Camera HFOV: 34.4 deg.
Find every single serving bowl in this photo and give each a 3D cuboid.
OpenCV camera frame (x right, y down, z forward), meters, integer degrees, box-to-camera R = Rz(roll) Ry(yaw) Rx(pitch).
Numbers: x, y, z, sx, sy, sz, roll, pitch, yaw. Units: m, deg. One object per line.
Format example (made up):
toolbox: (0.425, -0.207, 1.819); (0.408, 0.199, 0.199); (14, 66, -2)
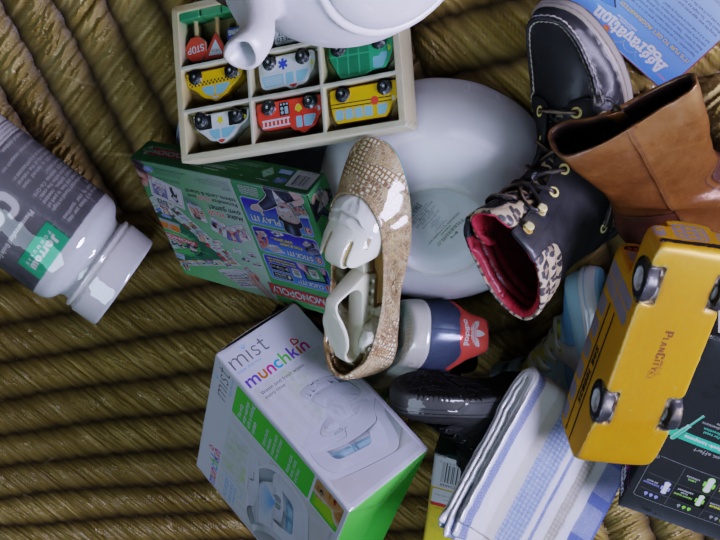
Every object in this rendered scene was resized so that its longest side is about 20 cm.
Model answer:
serving bowl: (0.063, -0.050, 0.936); (0.196, 0.066, 0.203); (2, 127, 3)

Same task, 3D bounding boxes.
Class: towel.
towel: (0.151, 0.176, 0.960); (0.024, 0.148, 0.199); (24, 172, 45)

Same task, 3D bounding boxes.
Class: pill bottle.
pill bottle: (-0.297, -0.048, 1.069); (0.199, 0.114, 0.113); (37, 130, -10)

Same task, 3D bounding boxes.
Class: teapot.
teapot: (0.007, -0.225, 0.745); (0.195, 0.146, 0.202); (6, 118, -39)

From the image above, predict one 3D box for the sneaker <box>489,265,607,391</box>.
sneaker: (0.161, 0.083, 1.023); (0.128, 0.080, 0.202); (1, 126, 18)

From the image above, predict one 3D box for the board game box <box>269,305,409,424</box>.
board game box: (-0.044, 0.150, 1.167); (0.163, 0.057, 0.202); (23, 131, 1)

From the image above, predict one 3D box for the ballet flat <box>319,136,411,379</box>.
ballet flat: (0.000, 0.000, 0.894); (0.070, 0.065, 0.203); (18, 123, 34)

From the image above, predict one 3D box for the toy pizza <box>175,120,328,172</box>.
toy pizza: (-0.065, -0.089, 1.004); (0.197, 0.032, 0.203); (11, 128, 13)

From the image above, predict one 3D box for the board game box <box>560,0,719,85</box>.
board game box: (0.178, -0.224, 0.815); (0.199, 0.020, 0.103); (38, 128, -11)

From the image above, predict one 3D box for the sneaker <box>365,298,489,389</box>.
sneaker: (0.057, 0.067, 1.017); (0.083, 0.076, 0.200); (4, 174, -12)

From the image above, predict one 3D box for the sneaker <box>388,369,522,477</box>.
sneaker: (0.101, 0.140, 0.954); (0.060, 0.197, 0.106); (32, 115, 51)

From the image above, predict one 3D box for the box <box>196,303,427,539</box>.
box: (-0.049, 0.162, 1.018); (0.177, 0.096, 0.201); (46, 147, 19)

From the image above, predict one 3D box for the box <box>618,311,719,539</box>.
box: (0.299, 0.094, 0.932); (0.122, 0.149, 0.202); (17, 131, 4)

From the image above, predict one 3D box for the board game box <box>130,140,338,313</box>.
board game box: (-0.095, -0.035, 0.986); (0.198, 0.029, 0.136); (14, 140, 34)

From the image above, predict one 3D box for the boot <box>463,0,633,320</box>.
boot: (0.136, -0.078, 0.852); (0.072, 0.150, 0.202); (15, 137, 40)

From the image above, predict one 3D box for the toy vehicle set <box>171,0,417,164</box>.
toy vehicle set: (-0.054, -0.158, 0.904); (0.197, 0.026, 0.127); (-6, 87, 24)

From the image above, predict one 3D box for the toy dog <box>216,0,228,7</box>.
toy dog: (-0.140, -0.266, 0.827); (0.197, 0.141, 0.195); (22, 144, 3)

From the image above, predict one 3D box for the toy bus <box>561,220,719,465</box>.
toy bus: (0.207, 0.053, 0.851); (0.064, 0.079, 0.203); (7, 122, -7)

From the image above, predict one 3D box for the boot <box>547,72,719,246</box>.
boot: (0.247, -0.085, 0.806); (0.186, 0.070, 0.200); (-16, 148, 24)

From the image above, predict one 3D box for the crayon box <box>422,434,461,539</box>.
crayon box: (0.129, 0.253, 1.185); (0.125, 0.051, 0.202); (14, 129, 10)
